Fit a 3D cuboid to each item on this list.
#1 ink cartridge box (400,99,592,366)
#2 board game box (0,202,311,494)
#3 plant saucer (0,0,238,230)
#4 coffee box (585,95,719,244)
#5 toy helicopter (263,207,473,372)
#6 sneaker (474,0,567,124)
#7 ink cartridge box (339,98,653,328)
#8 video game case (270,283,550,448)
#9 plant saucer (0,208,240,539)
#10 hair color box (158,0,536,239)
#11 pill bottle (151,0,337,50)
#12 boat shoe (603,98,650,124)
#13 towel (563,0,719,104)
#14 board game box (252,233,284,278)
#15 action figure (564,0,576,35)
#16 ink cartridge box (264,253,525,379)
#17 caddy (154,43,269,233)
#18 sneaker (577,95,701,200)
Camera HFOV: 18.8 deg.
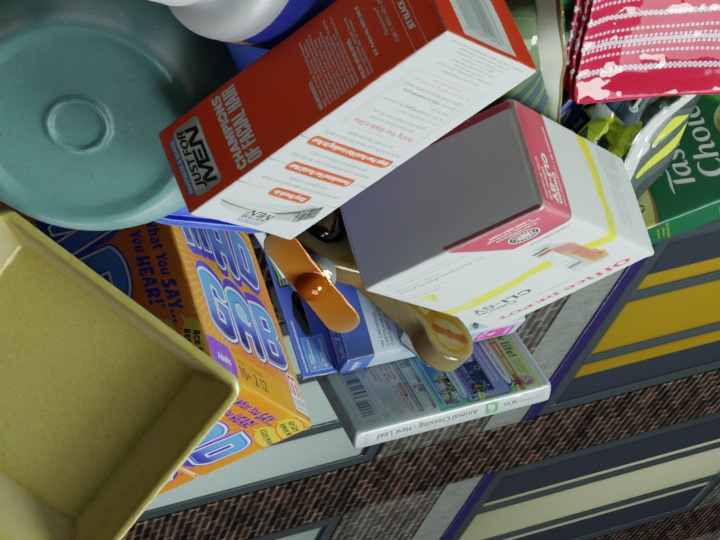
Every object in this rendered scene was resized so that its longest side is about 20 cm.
[{"bbox_3d":[0.120,-0.034,1.747,0.200,0.041,0.200,-46,168,-23],"label":"ink cartridge box"},{"bbox_3d":[-0.185,0.045,1.610,0.199,0.201,0.200,-24,159,11],"label":"board game box"},{"bbox_3d":[-0.173,-0.098,1.345,0.198,0.036,0.201,2,127,2],"label":"plant saucer"},{"bbox_3d":[0.296,-0.110,1.779,0.199,0.124,0.044,-20,160,4],"label":"coffee box"},{"bbox_3d":[0.000,0.000,1.555,0.079,0.200,0.132,-46,-179,35],"label":"toy helicopter"},{"bbox_3d":[0.094,-0.137,1.490,0.089,0.068,0.200,-3,160,2],"label":"sneaker"},{"bbox_3d":[0.098,-0.034,1.513,0.144,0.084,0.200,-26,160,24],"label":"ink cartridge box"},{"bbox_3d":[0.041,0.061,1.870,0.181,0.200,0.022,-13,133,-19],"label":"video game case"},{"bbox_3d":[-0.210,0.081,1.452,0.200,0.199,0.049,-50,-171,17],"label":"plant saucer"},{"bbox_3d":[-0.009,-0.101,1.295,0.199,0.064,0.111,-34,156,24],"label":"hair color box"},{"bbox_3d":[-0.051,-0.187,1.291,0.199,0.113,0.112,4,149,-47],"label":"pill bottle"},{"bbox_3d":[0.245,-0.185,1.577,0.200,0.062,0.075,-43,-176,23],"label":"boat shoe"},{"bbox_3d":[0.219,-0.202,1.483,0.143,0.023,0.201,-4,130,-14],"label":"towel"},{"bbox_3d":[-0.019,-0.068,1.707,0.152,0.041,0.200,-21,159,2],"label":"board game box"},{"bbox_3d":[0.108,-0.187,1.517,0.199,0.055,0.118,-10,158,-25],"label":"action figure"},{"bbox_3d":[0.030,0.013,1.837,0.198,0.120,0.042,-13,165,-17],"label":"ink cartridge box"},{"bbox_3d":[-0.093,-0.110,1.456,0.199,0.105,0.142,5,128,-34],"label":"caddy"},{"bbox_3d":[0.222,-0.125,1.700,0.201,0.074,0.084,-55,157,15],"label":"sneaker"}]
